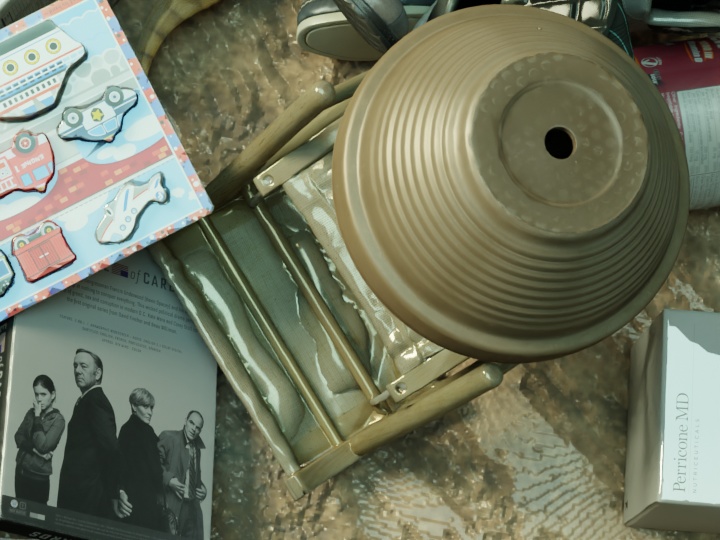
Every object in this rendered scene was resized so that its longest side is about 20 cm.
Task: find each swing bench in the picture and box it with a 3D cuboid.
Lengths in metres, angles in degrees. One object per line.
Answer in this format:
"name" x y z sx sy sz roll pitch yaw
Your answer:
"swing bench" 0.000 0.000 1.148 0.130 0.200 0.199 -29 87 -48

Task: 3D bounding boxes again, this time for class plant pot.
"plant pot" 0.091 -0.055 1.014 0.201 0.093 0.201 3 78 -13

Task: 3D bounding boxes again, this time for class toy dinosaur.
"toy dinosaur" -0.110 -0.193 1.257 0.200 0.060 0.106 -43 82 -12

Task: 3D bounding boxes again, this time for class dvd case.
"dvd case" -0.151 0.070 1.145 0.150 0.025 0.200 20 58 -36

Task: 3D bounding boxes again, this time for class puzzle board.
"puzzle board" -0.206 -0.056 1.097 0.200 0.017 0.151 -28 92 -6

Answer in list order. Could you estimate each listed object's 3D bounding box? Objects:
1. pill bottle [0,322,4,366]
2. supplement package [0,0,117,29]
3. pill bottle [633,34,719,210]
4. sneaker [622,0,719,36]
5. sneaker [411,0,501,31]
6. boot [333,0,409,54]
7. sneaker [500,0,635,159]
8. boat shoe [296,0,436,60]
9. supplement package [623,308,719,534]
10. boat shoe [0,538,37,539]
"pill bottle" -0.254 0.048 1.158 0.114 0.114 0.200 -11 76 -5
"supplement package" -0.269 -0.185 1.200 0.152 0.151 0.200 39 78 7
"pill bottle" 0.250 -0.099 1.222 0.200 0.110 0.110 -9 76 -5
"sneaker" 0.226 -0.179 1.208 0.200 0.115 0.075 -19 110 -36
"sneaker" 0.093 -0.189 1.186 0.074 0.085 0.200 24 81 -13
"boot" 0.024 -0.228 1.183 0.132 0.070 0.200 -31 45 6
"sneaker" 0.130 -0.112 1.135 0.075 0.079 0.200 -4 81 28
"boat shoe" 0.052 -0.185 1.254 0.200 0.075 0.062 -10 77 -6
"supplement package" 0.270 0.100 1.164 0.200 0.120 0.121 4 76 -1
"boat shoe" -0.212 0.194 1.148 0.200 0.065 0.074 22 66 -18
